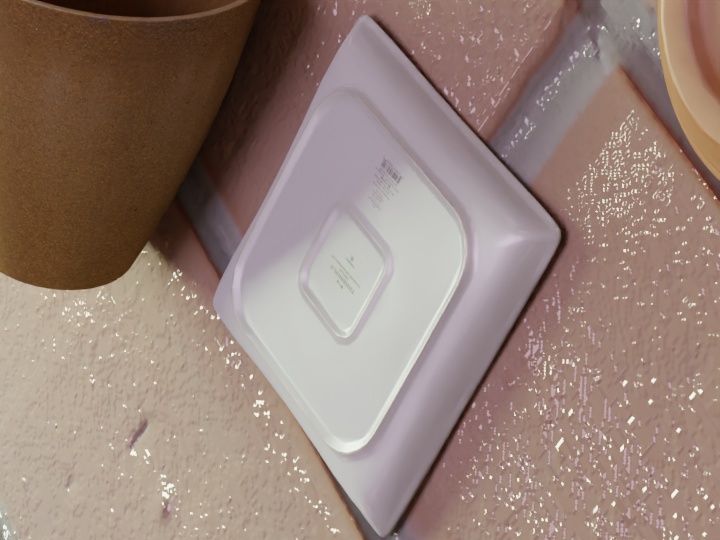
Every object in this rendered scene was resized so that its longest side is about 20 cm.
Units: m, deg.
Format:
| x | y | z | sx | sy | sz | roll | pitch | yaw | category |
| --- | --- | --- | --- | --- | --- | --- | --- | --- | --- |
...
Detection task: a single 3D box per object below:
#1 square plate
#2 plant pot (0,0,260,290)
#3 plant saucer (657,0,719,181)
| x | y | z | sx | sy | sz | roll | pitch | yaw | category |
| --- | --- | --- | --- | --- | --- | --- | --- | --- | --- |
| 0.000 | 0.000 | 1.260 | 0.200 | 0.028 | 0.198 | 51 | 124 | 39 | square plate |
| -0.157 | -0.096 | 1.364 | 0.186 | 0.186 | 0.200 | 45 | 135 | 42 | plant pot |
| 0.196 | -0.120 | 1.033 | 0.200 | 0.037 | 0.200 | -8 | 79 | 49 | plant saucer |
